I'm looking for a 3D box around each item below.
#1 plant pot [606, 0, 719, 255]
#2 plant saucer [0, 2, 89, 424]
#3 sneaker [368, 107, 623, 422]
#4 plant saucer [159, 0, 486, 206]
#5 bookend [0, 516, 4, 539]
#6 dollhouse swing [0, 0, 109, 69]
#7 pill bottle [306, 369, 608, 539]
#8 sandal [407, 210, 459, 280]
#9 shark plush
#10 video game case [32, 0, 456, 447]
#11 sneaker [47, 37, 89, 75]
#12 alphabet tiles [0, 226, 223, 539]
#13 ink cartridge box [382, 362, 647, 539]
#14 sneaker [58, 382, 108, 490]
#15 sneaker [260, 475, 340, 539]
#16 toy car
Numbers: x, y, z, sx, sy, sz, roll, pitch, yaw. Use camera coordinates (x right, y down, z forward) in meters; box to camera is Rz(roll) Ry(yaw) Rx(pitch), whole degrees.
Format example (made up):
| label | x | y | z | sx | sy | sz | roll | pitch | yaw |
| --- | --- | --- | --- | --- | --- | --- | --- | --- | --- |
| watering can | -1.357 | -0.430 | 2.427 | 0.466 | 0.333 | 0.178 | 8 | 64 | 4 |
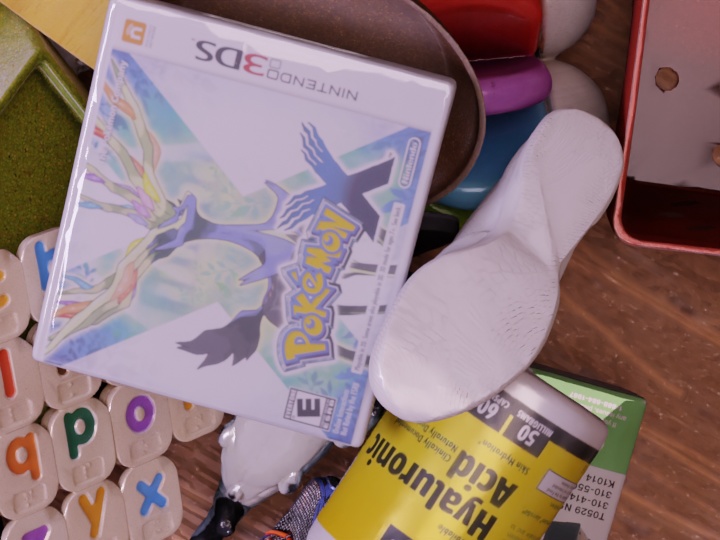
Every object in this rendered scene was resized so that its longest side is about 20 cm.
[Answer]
| label | x | y | z | sx | sy | sz | roll | pitch | yaw |
| --- | --- | --- | --- | --- | --- | --- | --- | --- | --- |
| plant pot | 0.236 | -0.108 | 1.227 | 0.199 | 0.176 | 0.201 | 7 | 94 | -6 |
| plant saucer | -0.188 | -0.026 | 1.171 | 0.200 | 0.048 | 0.200 | 54 | 56 | -37 |
| sneaker | 0.068 | 0.007 | 1.127 | 0.075 | 0.088 | 0.200 | 40 | 65 | -3 |
| plant saucer | -0.028 | -0.104 | 1.134 | 0.200 | 0.201 | 0.037 | 20 | 51 | -6 |
| bookend | -0.279 | 0.084 | 1.218 | 0.092 | 0.199 | 0.200 | -27 | 140 | 7 |
| dollhouse swing | -0.119 | -0.226 | 1.196 | 0.200 | 0.182 | 0.176 | 35 | 111 | -30 |
| pill bottle | 0.039 | 0.139 | 1.174 | 0.111 | 0.111 | 0.200 | 32 | 91 | -6 |
| sandal | 0.000 | 0.000 | 1.203 | 0.075 | 0.200 | 0.045 | 7 | 76 | -19 |
| shark plush | -0.033 | 0.101 | 1.250 | 0.091 | 0.083 | 0.200 | 31 | 112 | 16 |
| video game case | -0.062 | -0.025 | 1.103 | 0.182 | 0.022 | 0.201 | 15 | 104 | 2 |
| sneaker | -0.153 | -0.145 | 1.242 | 0.085 | 0.073 | 0.200 | 30 | 89 | -4 |
| alphabet tiles | -0.158 | 0.072 | 1.165 | 0.200 | 0.015 | 0.196 | -22 | 113 | -39 |
| ink cartridge box | 0.071 | 0.150 | 1.274 | 0.146 | 0.084 | 0.201 | 15 | 92 | -5 |
| sneaker | -0.128 | 0.070 | 1.251 | 0.200 | 0.086 | 0.080 | -42 | 98 | -2 |
| sneaker | -0.074 | 0.201 | 1.254 | 0.078 | 0.075 | 0.200 | 34 | 97 | -21 |
| toy car | 0.058 | -0.117 | 1.224 | 0.174 | 0.150 | 0.201 | -6 | 94 | -5 |
